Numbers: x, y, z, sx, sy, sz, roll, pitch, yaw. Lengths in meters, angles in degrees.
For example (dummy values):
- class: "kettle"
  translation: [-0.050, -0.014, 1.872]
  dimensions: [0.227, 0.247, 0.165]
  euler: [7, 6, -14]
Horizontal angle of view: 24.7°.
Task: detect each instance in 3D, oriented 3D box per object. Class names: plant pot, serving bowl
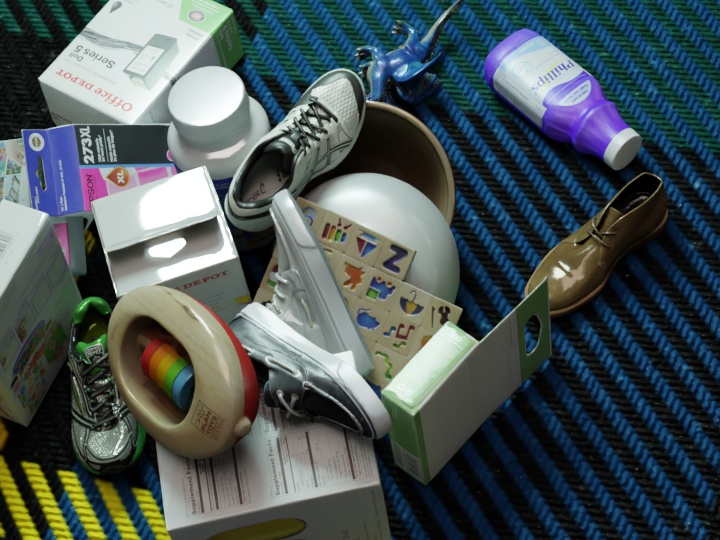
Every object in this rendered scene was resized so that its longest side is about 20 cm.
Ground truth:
- class: "plant pot"
  translation: [0.007, -0.078, 1.755]
  dimensions: [0.199, 0.093, 0.203]
  euler: [0, 93, 9]
- class: "serving bowl"
  translation: [0.000, 0.000, 1.681]
  dimensions: [0.198, 0.066, 0.202]
  euler: [0, 92, 9]

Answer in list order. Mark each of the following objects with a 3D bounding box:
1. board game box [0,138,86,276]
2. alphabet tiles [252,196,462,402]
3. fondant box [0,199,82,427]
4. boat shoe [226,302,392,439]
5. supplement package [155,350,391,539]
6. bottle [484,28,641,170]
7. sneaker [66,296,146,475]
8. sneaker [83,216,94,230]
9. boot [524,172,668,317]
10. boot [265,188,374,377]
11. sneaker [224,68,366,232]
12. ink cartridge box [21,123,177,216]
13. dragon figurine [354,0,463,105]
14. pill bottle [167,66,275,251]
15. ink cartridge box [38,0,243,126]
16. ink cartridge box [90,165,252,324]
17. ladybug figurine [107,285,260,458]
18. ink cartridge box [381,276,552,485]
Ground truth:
- class: "board game box"
  translation: [-0.406, -0.061, 1.788]
  dimensions: [0.198, 0.064, 0.149]
  euler: [-6, 84, 10]
- class: "alphabet tiles"
  translation: [-0.006, 0.043, 1.647]
  dimensions: [0.199, 0.008, 0.168]
  euler: [25, 97, 7]
- class: "fondant box"
  translation: [-0.351, 0.046, 1.672]
  dimensions: [0.058, 0.201, 0.145]
  euler: [17, 60, 16]
- class: "boat shoe"
  translation: [-0.058, 0.103, 1.495]
  dimensions: [0.068, 0.072, 0.200]
  euler: [-40, 57, -23]
- class: "supplement package"
  translation: [-0.083, 0.196, 1.571]
  dimensions: [0.198, 0.152, 0.152]
  euler: [-12, 55, -1]
- class: "bottle"
  translation: [0.229, -0.189, 1.841]
  dimensions: [0.083, 0.065, 0.200]
  euler: [-37, 60, -15]
- class: "sneaker"
  translation: [-0.271, 0.119, 1.685]
  dimensions: [0.077, 0.085, 0.201]
  euler: [-14, 57, -3]
- class: "sneaker"
  translation: [-0.383, -0.092, 1.845]
  dimensions: [0.198, 0.074, 0.081]
  euler: [4, 59, 10]
- class: "boot"
  translation: [0.247, -0.031, 1.731]
  dimensions: [0.200, 0.076, 0.074]
  euler: [-40, 63, -18]
- class: "boot"
  translation: [-0.068, 0.028, 1.615]
  dimensions: [0.095, 0.074, 0.201]
  euler: [-25, 90, 3]
- class: "sneaker"
  translation: [-0.061, -0.123, 1.662]
  dimensions: [0.075, 0.088, 0.201]
  euler: [36, 83, 5]
- class: "ink cartridge box"
  translation: [-0.271, -0.109, 1.774]
  dimensions: [0.037, 0.199, 0.096]
  euler: [-11, 87, 45]
- class: "dragon figurine"
  translation: [0.060, -0.232, 1.894]
  dimensions: [0.199, 0.059, 0.100]
  euler: [-31, 59, -13]
- class: "pill bottle"
  translation: [-0.143, -0.121, 1.757]
  dimensions: [0.111, 0.201, 0.113]
  euler: [-4, 55, 6]
- class: "ink cartridge box"
  translation: [-0.255, -0.237, 1.918]
  dimensions: [0.145, 0.084, 0.200]
  euler: [26, 63, 22]
- class: "ink cartridge box"
  translation: [-0.188, -0.001, 1.685]
  dimensions: [0.128, 0.201, 0.126]
  euler: [-18, 56, -6]
- class: "ladybug figurine"
  translation: [-0.155, 0.092, 1.494]
  dimensions: [0.072, 0.136, 0.200]
  euler: [-3, 34, -44]
- class: "ink cartridge box"
  translation: [0.108, 0.100, 1.616]
  dimensions: [0.048, 0.146, 0.200]
  euler: [33, 66, 27]
